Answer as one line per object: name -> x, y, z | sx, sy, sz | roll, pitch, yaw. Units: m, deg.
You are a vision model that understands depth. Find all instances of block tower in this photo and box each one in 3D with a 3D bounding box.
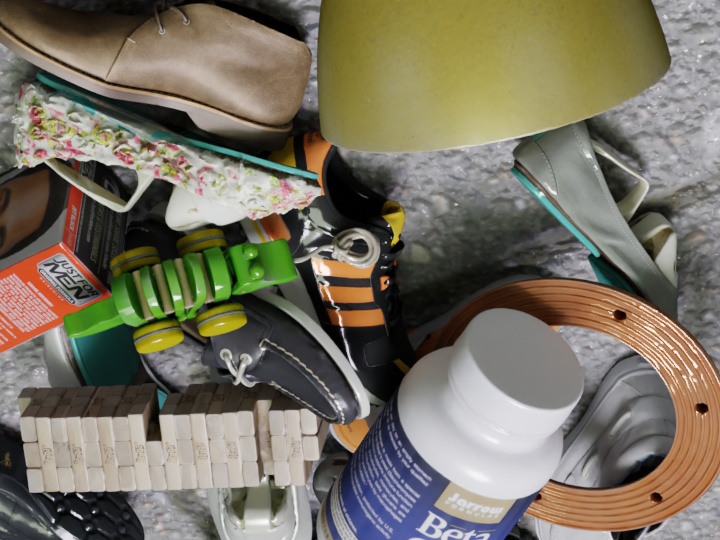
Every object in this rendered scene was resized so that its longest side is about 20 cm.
block tower -> -0.122, 0.106, 1.638 | 0.199, 0.058, 0.054 | -2, 109, 8

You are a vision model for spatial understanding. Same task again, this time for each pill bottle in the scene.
pill bottle -> 0.059, 0.119, 1.610 | 0.111, 0.111, 0.200 | 19, 131, -15

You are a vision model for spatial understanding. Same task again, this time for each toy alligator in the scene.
toy alligator -> -0.082, 0.003, 1.533 | 0.199, 0.060, 0.054 | -15, 169, -7

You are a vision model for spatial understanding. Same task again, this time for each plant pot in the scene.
plant pot -> 0.061, -0.164, 1.406 | 0.199, 0.200, 0.143 | -9, 108, 11

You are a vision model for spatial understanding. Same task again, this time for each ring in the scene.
ring -> 0.140, 0.085, 1.639 | 0.199, 0.019, 0.201 | 10, 126, 14

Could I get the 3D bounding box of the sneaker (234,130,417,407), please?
sneaker -> 0.000, 0.000, 1.611 | 0.090, 0.070, 0.200 | -26, 114, 20

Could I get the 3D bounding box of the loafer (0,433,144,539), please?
loafer -> -0.245, 0.156, 1.790 | 0.200, 0.068, 0.070 | 29, 136, -17

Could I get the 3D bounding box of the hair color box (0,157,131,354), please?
hair color box -> -0.245, 0.005, 1.619 | 0.199, 0.102, 0.061 | -25, 128, 22

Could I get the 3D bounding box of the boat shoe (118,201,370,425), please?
boat shoe -> -0.079, 0.037, 1.593 | 0.200, 0.060, 0.074 | 42, 154, 18

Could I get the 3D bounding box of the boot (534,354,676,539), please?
boot -> 0.168, 0.155, 1.747 | 0.073, 0.096, 0.201 | 11, 133, -8

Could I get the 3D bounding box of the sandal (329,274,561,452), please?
sandal -> 0.053, 0.074, 1.700 | 0.079, 0.059, 0.206 | 35, 126, -27

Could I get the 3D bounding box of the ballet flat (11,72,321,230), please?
ballet flat -> -0.121, -0.061, 1.547 | 0.199, 0.076, 0.064 | 20, 95, 12

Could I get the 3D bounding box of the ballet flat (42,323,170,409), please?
ballet flat -> -0.171, 0.080, 1.720 | 0.069, 0.070, 0.200 | -20, 130, 20

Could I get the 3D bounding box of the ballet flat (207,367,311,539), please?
ballet flat -> -0.072, 0.135, 1.718 | 0.069, 0.070, 0.201 | -2, 118, 4

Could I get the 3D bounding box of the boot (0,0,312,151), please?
boot -> -0.123, -0.138, 1.513 | 0.199, 0.074, 0.076 | 16, 115, -19

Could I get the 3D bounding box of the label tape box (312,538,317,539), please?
label tape box -> -0.029, 0.294, 1.910 | 0.144, 0.063, 0.200 | -19, 130, 18

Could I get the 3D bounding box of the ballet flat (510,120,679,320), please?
ballet flat -> 0.165, -0.023, 1.604 | 0.064, 0.067, 0.200 | -42, 128, -2

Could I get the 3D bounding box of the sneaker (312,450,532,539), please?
sneaker -> 0.038, 0.197, 1.808 | 0.200, 0.076, 0.079 | 32, 129, -25
